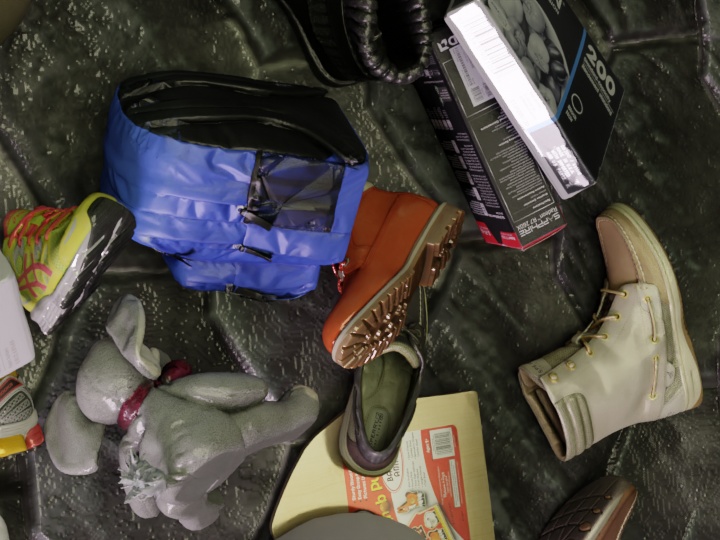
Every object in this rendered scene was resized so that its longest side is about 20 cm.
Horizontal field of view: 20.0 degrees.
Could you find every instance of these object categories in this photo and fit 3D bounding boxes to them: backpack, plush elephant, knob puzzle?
[{"bbox_3d":[-0.114,-0.069,1.660,0.199,0.163,0.169,9,108,-20],"label":"backpack"},{"bbox_3d":[-0.167,0.113,1.659,0.165,0.200,0.155,-47,68,22],"label":"plush elephant"},{"bbox_3d":[0.015,0.206,1.775,0.218,0.030,0.221,0,91,-17],"label":"knob puzzle"}]

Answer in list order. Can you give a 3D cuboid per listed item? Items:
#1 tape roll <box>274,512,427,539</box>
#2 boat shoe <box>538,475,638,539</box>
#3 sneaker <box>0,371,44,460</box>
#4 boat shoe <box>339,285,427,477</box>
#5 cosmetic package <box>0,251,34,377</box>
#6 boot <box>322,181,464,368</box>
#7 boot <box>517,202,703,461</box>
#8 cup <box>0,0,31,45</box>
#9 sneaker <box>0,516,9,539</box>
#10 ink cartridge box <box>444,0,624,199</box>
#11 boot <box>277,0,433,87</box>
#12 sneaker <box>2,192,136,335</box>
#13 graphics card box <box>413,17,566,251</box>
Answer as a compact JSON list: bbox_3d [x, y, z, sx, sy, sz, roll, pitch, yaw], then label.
[{"bbox_3d":[-0.008,0.309,1.722,0.201,0.071,0.204,-2,107,-8],"label":"tape roll"},{"bbox_3d":[0.191,0.276,1.817,0.072,0.076,0.201,33,91,-19],"label":"boat shoe"},{"bbox_3d":[-0.359,0.126,1.638,0.199,0.078,0.083,-12,88,-25],"label":"sneaker"},{"bbox_3d":[0.027,0.074,1.738,0.071,0.066,0.202,14,71,-13],"label":"boat shoe"},{"bbox_3d":[-0.378,0.021,1.546,0.199,0.167,0.168,-30,71,-15],"label":"cosmetic package"},{"bbox_3d":[0.000,0.000,1.706,0.107,0.075,0.200,25,45,11],"label":"boot"},{"bbox_3d":[0.209,0.054,1.814,0.154,0.072,0.201,-21,100,-16],"label":"boot"},{"bbox_3d":[-0.341,-0.257,1.592,0.199,0.143,0.202,0,91,-17],"label":"cup"},{"bbox_3d":[-0.376,0.231,1.639,0.199,0.074,0.088,6,78,-25],"label":"sneaker"},{"bbox_3d":[0.154,-0.196,1.724,0.198,0.043,0.200,53,33,-25],"label":"ink cartridge box"},{"bbox_3d":[-0.022,-0.247,1.686,0.079,0.158,0.212,-35,101,-14],"label":"boot"},{"bbox_3d":[-0.245,-0.018,1.608,0.090,0.200,0.078,45,56,-1],"label":"sneaker"},{"bbox_3d":[0.101,-0.119,1.746,0.051,0.125,0.201,-27,98,-8],"label":"graphics card box"}]
